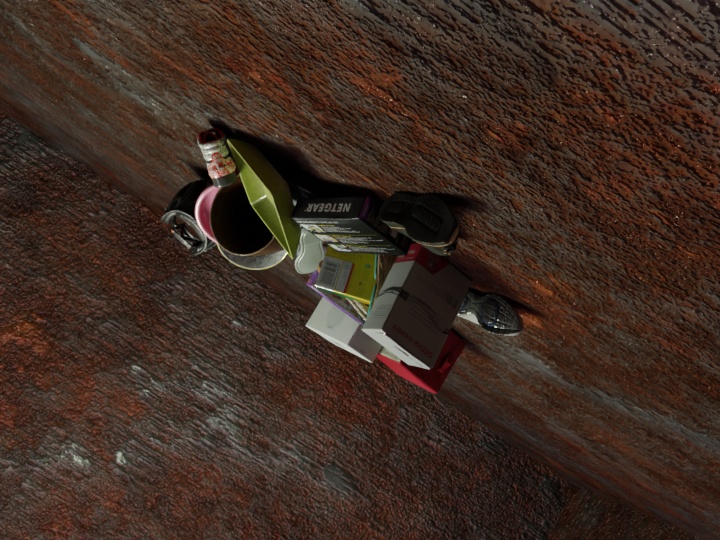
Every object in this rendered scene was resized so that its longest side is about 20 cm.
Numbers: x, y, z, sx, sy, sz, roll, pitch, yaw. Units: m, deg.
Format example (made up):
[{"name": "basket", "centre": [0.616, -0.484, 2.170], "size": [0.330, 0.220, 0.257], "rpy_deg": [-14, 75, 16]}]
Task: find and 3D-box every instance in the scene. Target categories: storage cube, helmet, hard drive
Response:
[{"name": "storage cube", "centre": [0.153, 0.209, 1.916], "size": [0.180, 0.172, 0.199], "rpy_deg": [41, 167, -33]}, {"name": "helmet", "centre": [-0.439, -0.159, 1.905], "size": [0.198, 0.191, 0.201], "rpy_deg": [17, 135, 18]}, {"name": "hard drive", "centre": [-0.094, -0.145, 1.426], "size": [0.139, 0.033, 0.200], "rpy_deg": [30, 168, 13]}]

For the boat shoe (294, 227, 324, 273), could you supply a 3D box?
[{"name": "boat shoe", "centre": [-0.124, -0.064, 1.611], "size": [0.201, 0.075, 0.061], "rpy_deg": [109, 146, -55]}]

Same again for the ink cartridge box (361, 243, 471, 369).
[{"name": "ink cartridge box", "centre": [0.110, 0.070, 1.332], "size": [0.145, 0.201, 0.083], "rpy_deg": [38, 159, -26]}]

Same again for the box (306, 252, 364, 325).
[{"name": "box", "centre": [-0.024, 0.033, 1.727], "size": [0.200, 0.138, 0.039], "rpy_deg": [39, 168, -28]}]

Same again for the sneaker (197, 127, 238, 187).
[{"name": "sneaker", "centre": [-0.302, -0.256, 1.458], "size": [0.202, 0.067, 0.109], "rpy_deg": [-113, 8, -66]}]

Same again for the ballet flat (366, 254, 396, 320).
[{"name": "ballet flat", "centre": [0.054, 0.029, 1.377], "size": [0.065, 0.202, 0.071], "rpy_deg": [8, 173, 2]}]

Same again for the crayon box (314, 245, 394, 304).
[{"name": "crayon box", "centre": [0.016, 0.006, 1.451], "size": [0.198, 0.128, 0.051], "rpy_deg": [17, 172, 18]}]

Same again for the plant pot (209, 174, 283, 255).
[{"name": "plant pot", "centre": [-0.223, -0.115, 1.607], "size": [0.186, 0.188, 0.200], "rpy_deg": [28, -177, 20]}]

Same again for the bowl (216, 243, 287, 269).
[{"name": "bowl", "centre": [-0.288, -0.109, 1.856], "size": [0.200, 0.200, 0.095], "rpy_deg": [37, -152, -26]}]

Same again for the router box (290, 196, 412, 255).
[{"name": "router box", "centre": [-0.017, -0.085, 1.314], "size": [0.199, 0.052, 0.149], "rpy_deg": [5, 158, 45]}]

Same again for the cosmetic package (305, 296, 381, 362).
[{"name": "cosmetic package", "centre": [-0.012, 0.119, 1.902], "size": [0.199, 0.201, 0.123], "rpy_deg": [19, 166, 49]}]

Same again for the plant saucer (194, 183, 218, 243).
[{"name": "plant saucer", "centre": [-0.318, -0.149, 1.734], "size": [0.200, 0.200, 0.051], "rpy_deg": [37, -149, -25]}]

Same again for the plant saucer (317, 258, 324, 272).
[{"name": "plant saucer", "centre": [0.000, 0.000, 1.576], "size": [0.198, 0.038, 0.200], "rpy_deg": [12, -164, -3]}]

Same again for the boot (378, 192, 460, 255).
[{"name": "boot", "centre": [0.132, -0.060, 1.104], "size": [0.138, 0.078, 0.200], "rpy_deg": [34, -177, -30]}]

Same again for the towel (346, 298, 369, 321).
[{"name": "towel", "centre": [0.031, 0.059, 1.545], "size": [0.131, 0.035, 0.200], "rpy_deg": [0, -157, -27]}]

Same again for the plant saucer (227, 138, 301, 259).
[{"name": "plant saucer", "centre": [-0.185, -0.155, 1.384], "size": [0.200, 0.048, 0.201], "rpy_deg": [49, 163, 34]}]

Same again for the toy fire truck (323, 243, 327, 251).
[{"name": "toy fire truck", "centre": [-0.101, -0.040, 1.852], "size": [0.140, 0.049, 0.200], "rpy_deg": [30, 169, 11]}]

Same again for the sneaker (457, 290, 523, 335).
[{"name": "sneaker", "centre": [0.265, 0.087, 1.390], "size": [0.087, 0.075, 0.200], "rpy_deg": [25, -179, -33]}]
